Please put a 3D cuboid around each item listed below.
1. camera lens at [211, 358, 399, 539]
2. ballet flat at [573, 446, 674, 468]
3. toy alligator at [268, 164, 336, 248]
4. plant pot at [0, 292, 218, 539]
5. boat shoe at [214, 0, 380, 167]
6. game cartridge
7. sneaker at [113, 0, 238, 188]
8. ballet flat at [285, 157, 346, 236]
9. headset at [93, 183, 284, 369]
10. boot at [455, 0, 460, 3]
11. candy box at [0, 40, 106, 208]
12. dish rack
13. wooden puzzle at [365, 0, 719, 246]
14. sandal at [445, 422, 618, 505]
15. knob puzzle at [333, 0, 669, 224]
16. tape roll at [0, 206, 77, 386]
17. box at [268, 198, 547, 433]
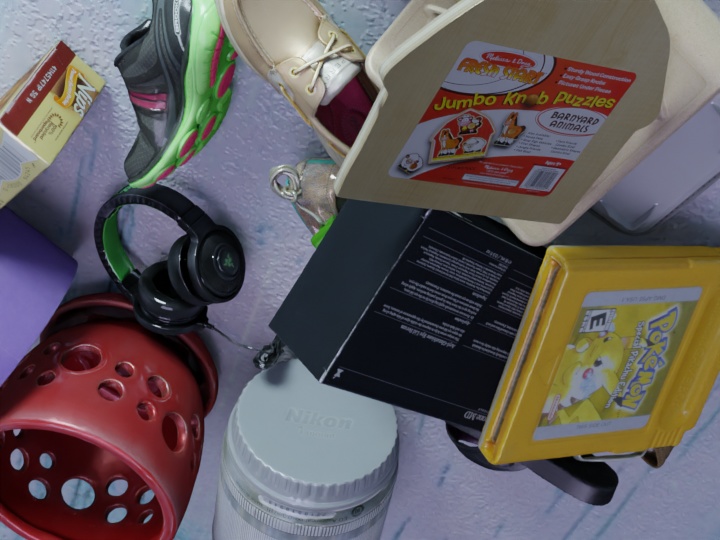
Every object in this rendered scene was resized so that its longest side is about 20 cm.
[{"bbox_3d":[-0.052,0.199,1.205,0.159,0.160,0.201,16,133,4],"label":"camera lens"},{"bbox_3d":[0.180,0.119,1.091,0.199,0.073,0.068,20,171,-19],"label":"ballet flat"},{"bbox_3d":[0.000,0.000,1.005,0.200,0.054,0.059,42,118,-18],"label":"toy alligator"},{"bbox_3d":[-0.232,0.138,1.195,0.199,0.183,0.201,9,132,10],"label":"plant pot"},{"bbox_3d":[-0.024,-0.141,0.940,0.200,0.074,0.069,47,170,-32],"label":"boat shoe"},{"bbox_3d":[0.198,0.063,0.986,0.199,0.032,0.177,0,121,-29],"label":"game cartridge"},{"bbox_3d":[-0.145,-0.145,1.003,0.084,0.077,0.200,37,132,10],"label":"sneaker"},{"bbox_3d":[0.013,-0.008,1.060,0.067,0.068,0.200,-11,128,37],"label":"ballet flat"},{"bbox_3d":[-0.140,0.005,1.140,0.200,0.094,0.123,48,133,-4],"label":"headset"},{"bbox_3d":[0.029,-0.221,0.823,0.199,0.066,0.176,27,111,16],"label":"boot"},{"bbox_3d":[-0.300,-0.088,1.062,0.200,0.116,0.055,-31,115,37],"label":"candy box"},{"bbox_3d":[0.179,-0.112,0.934,0.200,0.044,0.172,35,132,-12],"label":"dish rack"},{"bbox_3d":[0.125,-0.142,0.869,0.185,0.046,0.200,47,126,2],"label":"wooden puzzle"},{"bbox_3d":[0.123,0.150,1.124,0.200,0.075,0.048,31,113,24],"label":"sandal"},{"bbox_3d":[0.096,-0.113,0.780,0.218,0.031,0.220,-12,143,-10],"label":"knob puzzle"},{"bbox_3d":[-0.339,0.046,1.137,0.085,0.200,0.200,40,130,-17],"label":"tape roll"},{"bbox_3d":[0.055,0.025,0.938,0.200,0.079,0.142,23,102,-45],"label":"box"}]
